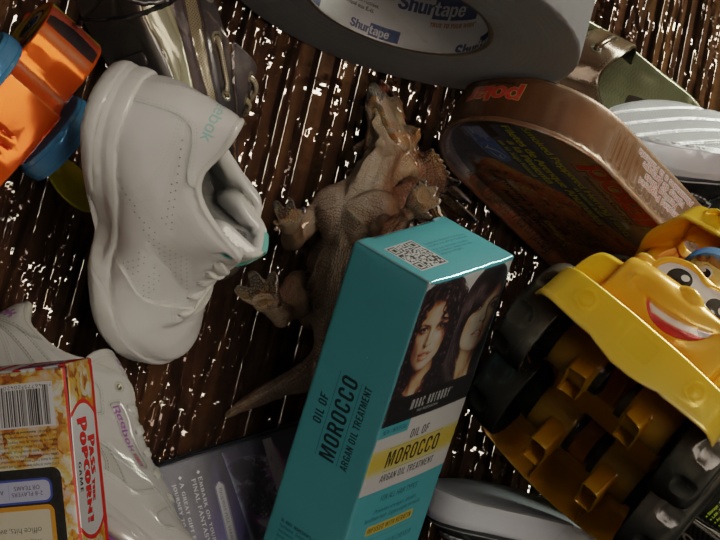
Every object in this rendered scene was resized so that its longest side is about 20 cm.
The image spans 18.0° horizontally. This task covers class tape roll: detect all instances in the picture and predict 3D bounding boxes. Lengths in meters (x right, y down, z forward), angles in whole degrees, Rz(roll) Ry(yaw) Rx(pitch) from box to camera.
[{"bbox_3d":[0.028,-0.166,1.203,0.200,0.200,0.066,23,74,-27],"label":"tape roll"}]

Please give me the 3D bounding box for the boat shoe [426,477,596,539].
[{"bbox_3d":[0.110,0.170,1.302,0.199,0.074,0.068,20,93,-40],"label":"boat shoe"}]

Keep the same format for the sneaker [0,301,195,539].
[{"bbox_3d":[-0.128,0.096,1.143,0.200,0.075,0.100,43,58,-2],"label":"sneaker"}]

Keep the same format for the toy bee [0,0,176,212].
[{"bbox_3d":[-0.166,-0.088,1.151,0.199,0.109,0.131,-27,109,-4],"label":"toy bee"}]

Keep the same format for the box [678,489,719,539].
[{"bbox_3d":[0.233,0.085,1.320,0.200,0.193,0.048,-37,142,-27],"label":"box"}]

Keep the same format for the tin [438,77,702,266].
[{"bbox_3d":[0.128,-0.044,1.291,0.200,0.112,0.042,42,66,-38],"label":"tin"}]

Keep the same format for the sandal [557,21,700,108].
[{"bbox_3d":[0.141,-0.114,1.347,0.200,0.057,0.080,21,80,-30],"label":"sandal"}]

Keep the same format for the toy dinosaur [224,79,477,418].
[{"bbox_3d":[0.000,0.000,1.249,0.086,0.136,0.201,24,96,14],"label":"toy dinosaur"}]

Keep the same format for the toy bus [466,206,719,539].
[{"bbox_3d":[0.170,0.036,1.195,0.136,0.200,0.192,43,69,14],"label":"toy bus"}]

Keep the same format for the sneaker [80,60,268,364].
[{"bbox_3d":[-0.085,-0.014,1.132,0.088,0.200,0.075,15,54,14],"label":"sneaker"}]

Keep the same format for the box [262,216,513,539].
[{"bbox_3d":[0.011,0.076,1.170,0.082,0.049,0.201,-16,130,-53],"label":"box"}]

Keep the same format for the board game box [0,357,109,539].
[{"bbox_3d":[-0.196,0.149,1.080,0.151,0.046,0.201,-5,91,8],"label":"board game box"}]

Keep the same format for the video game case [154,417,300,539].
[{"bbox_3d":[-0.065,0.164,1.226,0.199,0.019,0.143,-16,94,-32],"label":"video game case"}]

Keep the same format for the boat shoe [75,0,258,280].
[{"bbox_3d":[-0.087,-0.095,1.202,0.073,0.074,0.201,-23,103,-35],"label":"boat shoe"}]

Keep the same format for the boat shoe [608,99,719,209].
[{"bbox_3d":[0.215,-0.053,1.352,0.199,0.072,0.071,5,118,-37],"label":"boat shoe"}]
